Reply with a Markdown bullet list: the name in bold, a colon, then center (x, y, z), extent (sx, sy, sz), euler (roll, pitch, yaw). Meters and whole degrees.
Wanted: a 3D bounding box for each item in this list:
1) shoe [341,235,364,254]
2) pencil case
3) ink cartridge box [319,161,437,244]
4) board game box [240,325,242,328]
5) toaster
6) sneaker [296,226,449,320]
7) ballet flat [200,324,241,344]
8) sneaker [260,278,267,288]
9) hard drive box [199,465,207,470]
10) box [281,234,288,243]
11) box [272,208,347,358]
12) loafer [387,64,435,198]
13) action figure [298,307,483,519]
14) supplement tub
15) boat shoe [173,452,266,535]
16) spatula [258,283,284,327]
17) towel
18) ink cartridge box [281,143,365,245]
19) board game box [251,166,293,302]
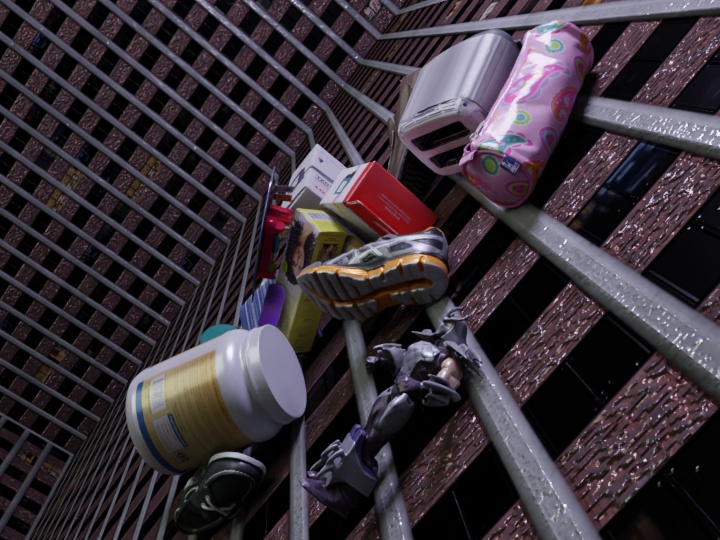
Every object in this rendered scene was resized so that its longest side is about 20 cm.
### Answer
- **shoe**: center (0.000, 0.000, 0.853), extent (0.053, 0.070, 0.200), euler (-45, 18, -3)
- **pencil case**: center (0.174, -0.165, 0.668), extent (0.202, 0.087, 0.087), euler (-60, 17, -20)
- **ink cartridge box**: center (0.025, -0.081, 0.862), extent (0.068, 0.115, 0.200), euler (-54, 17, -6)
- **board game box**: center (-0.216, 0.143, 1.245), extent (0.134, 0.034, 0.202), euler (-38, 23, 44)
- **toaster**: center (0.136, -0.206, 0.807), extent (0.198, 0.113, 0.131), euler (-7, 52, 56)
- **sneaker**: center (0.015, 0.001, 0.732), extent (0.196, 0.079, 0.078), euler (-7, 42, 28)
- **ballet flat**: center (-0.193, 0.130, 1.028), extent (0.198, 0.071, 0.072), euler (-3, 51, 49)
- **sneaker**: center (-0.132, 0.044, 1.082), extent (0.074, 0.090, 0.199), euler (-31, -2, -45)
- **hard drive box**: center (-0.237, 0.230, 1.018), extent (0.199, 0.076, 0.159), euler (-19, 47, 63)
- **box**: center (-0.088, -0.093, 1.218), extent (0.035, 0.109, 0.202), euler (-43, 20, 29)
- **box**: center (-0.082, 0.021, 0.904), extent (0.075, 0.049, 0.204), euler (41, 121, 46)
- **loafer**: center (0.075, -0.196, 0.939), extent (0.070, 0.072, 0.205), euler (13, 88, 48)
- **action figure**: center (0.031, 0.113, 0.551), extent (0.201, 0.069, 0.130), euler (-53, 7, -7)
- **supplement tub**: center (-0.183, 0.165, 0.827), extent (0.197, 0.146, 0.146), euler (-23, 25, 13)
- **boat shoe**: center (-0.178, 0.284, 0.800), extent (0.200, 0.075, 0.061), euler (-49, 17, 46)
- **spatula**: center (-0.127, 0.122, 0.904), extent (0.056, 0.020, 0.205), euler (7, 96, 54)
- **towel**: center (-0.132, 0.082, 1.025), extent (0.199, 0.023, 0.148), euler (-39, 57, 40)
- **ink cartridge box**: center (-0.051, -0.107, 1.078), extent (0.084, 0.144, 0.201), euler (-45, 19, 23)
- **board game box**: center (-0.123, -0.043, 0.920), extent (0.201, 0.038, 0.162), euler (116, 163, -66)
